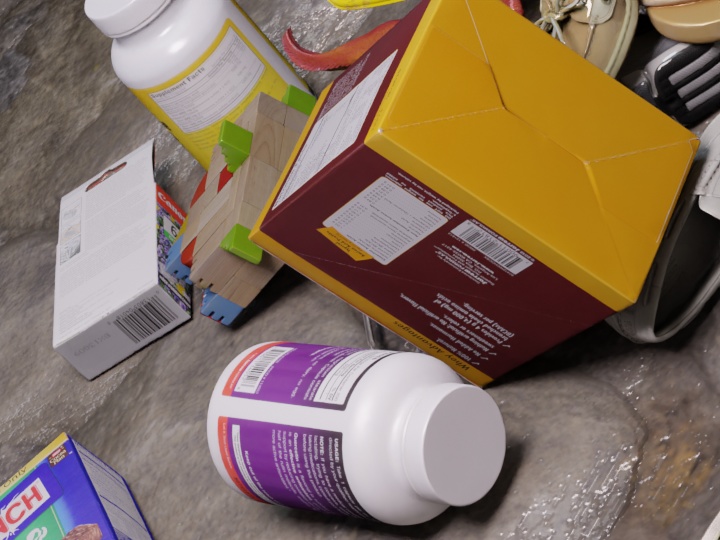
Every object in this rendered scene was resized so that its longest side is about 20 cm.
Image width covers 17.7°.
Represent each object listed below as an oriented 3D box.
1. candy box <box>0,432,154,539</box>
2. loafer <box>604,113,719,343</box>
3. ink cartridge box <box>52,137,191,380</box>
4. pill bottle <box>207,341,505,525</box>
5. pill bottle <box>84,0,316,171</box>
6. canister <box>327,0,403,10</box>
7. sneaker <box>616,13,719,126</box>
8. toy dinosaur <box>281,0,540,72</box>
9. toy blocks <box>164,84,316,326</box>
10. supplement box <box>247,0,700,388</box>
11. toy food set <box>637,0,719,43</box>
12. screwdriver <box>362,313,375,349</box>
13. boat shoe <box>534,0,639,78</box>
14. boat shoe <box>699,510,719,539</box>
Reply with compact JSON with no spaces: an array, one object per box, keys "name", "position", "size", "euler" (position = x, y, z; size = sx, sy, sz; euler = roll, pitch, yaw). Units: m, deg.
[{"name":"candy box","position":[-0.227,0.234,1.645],"size":[0.169,0.077,0.200],"euler":[-42,33,3]},{"name":"loafer","position":[0.232,-0.036,1.478],"size":[0.200,0.070,0.070],"euler":[-55,29,-1]},{"name":"ink cartridge box","position":[-0.197,-0.012,1.907],"size":[0.109,0.050,0.200],"euler":[-31,35,18]},{"name":"pill bottle","position":[-0.002,0.107,1.521],"size":[0.200,0.112,0.113],"euler":[3,55,47]},{"name":"pill bottle","position":[-0.131,-0.168,1.872],"size":[0.112,0.200,0.112],"euler":[-27,37,22]},{"name":"canister","position":[0.076,-0.260,1.771],"size":[0.148,0.087,0.200],"euler":[-5,12,45]},{"name":"sneaker","position":[0.165,-0.119,1.644],"size":[0.200,0.075,0.116],"euler":[-27,31,5]},{"name":"toy dinosaur","position":[0.051,-0.163,1.731],"size":[0.182,0.200,0.105],"euler":[120,164,-55]},{"name":"toy blocks","position":[-0.099,-0.038,1.795],"size":[0.137,0.100,0.200],"euler":[-47,25,39]},{"name":"supplement box","position":[0.071,-0.051,1.489],"size":[0.200,0.197,0.133],"euler":[-35,26,58]},{"name":"toy food set","position":[0.255,-0.231,1.641],"size":[0.198,0.049,0.200],"euler":[-34,29,-22]},{"name":"screwdriver","position":[0.000,0.000,1.717],"size":[0.028,0.029,0.200],"euler":[-33,38,15]},{"name":"boat shoe","position":[0.150,-0.206,1.584],"size":[0.073,0.063,0.200],"euler":[-13,61,48]},{"name":"boat shoe","position":[0.214,0.177,1.277],"size":[0.068,0.072,0.200],"euler":[36,74,29]}]
